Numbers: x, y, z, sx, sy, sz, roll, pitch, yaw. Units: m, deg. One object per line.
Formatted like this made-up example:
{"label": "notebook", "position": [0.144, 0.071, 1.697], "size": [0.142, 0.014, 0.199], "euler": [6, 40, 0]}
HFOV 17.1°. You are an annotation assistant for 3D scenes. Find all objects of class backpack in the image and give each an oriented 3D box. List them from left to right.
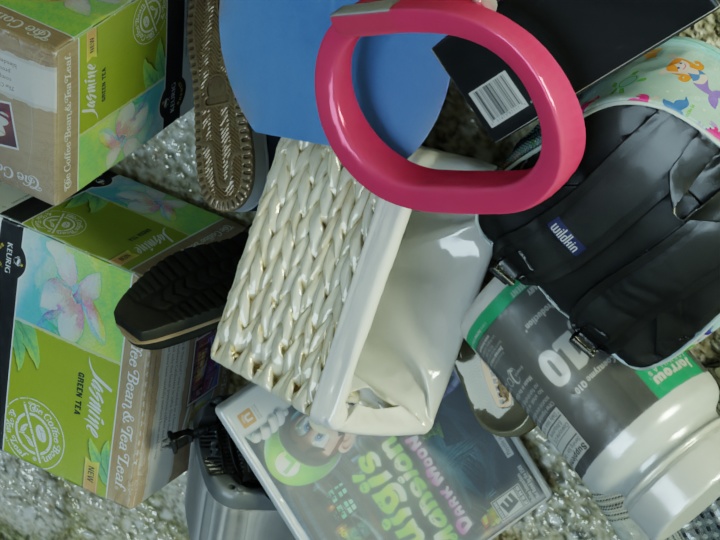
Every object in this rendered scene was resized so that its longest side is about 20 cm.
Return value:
{"label": "backpack", "position": [0.194, -0.053, 1.510], "size": [0.177, 0.151, 0.200], "euler": [43, 145, -4]}

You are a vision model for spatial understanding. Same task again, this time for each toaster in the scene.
{"label": "toaster", "position": [-0.059, 0.169, 1.841], "size": [0.129, 0.199, 0.114], "euler": [104, 156, -46]}

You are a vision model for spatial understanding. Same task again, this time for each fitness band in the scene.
{"label": "fitness band", "position": [0.050, -0.103, 1.472], "size": [0.199, 0.037, 0.144], "euler": [4, 123, 43]}

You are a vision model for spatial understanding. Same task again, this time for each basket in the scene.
{"label": "basket", "position": [0.000, 0.000, 1.652], "size": [0.123, 0.135, 0.201], "euler": [24, 98, 32]}

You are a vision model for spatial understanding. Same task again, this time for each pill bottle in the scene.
{"label": "pill bottle", "position": [0.170, 0.078, 1.623], "size": [0.200, 0.113, 0.113], "euler": [49, 137, 15]}

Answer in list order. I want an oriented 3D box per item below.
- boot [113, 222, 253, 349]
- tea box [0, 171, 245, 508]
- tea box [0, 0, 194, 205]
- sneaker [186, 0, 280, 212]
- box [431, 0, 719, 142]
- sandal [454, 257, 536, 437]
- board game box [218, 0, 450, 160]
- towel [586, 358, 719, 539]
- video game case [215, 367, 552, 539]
{"label": "boot", "position": [-0.084, 0.045, 1.760], "size": [0.077, 0.200, 0.139], "euler": [39, 143, 40]}
{"label": "tea box", "position": [-0.209, 0.043, 1.867], "size": [0.196, 0.134, 0.201], "euler": [21, 119, 23]}
{"label": "tea box", "position": [-0.238, -0.174, 1.724], "size": [0.199, 0.197, 0.134], "euler": [23, 131, 22]}
{"label": "sneaker", "position": [-0.064, -0.140, 1.717], "size": [0.070, 0.108, 0.201], "euler": [0, 89, 40]}
{"label": "box", "position": [0.159, -0.175, 1.460], "size": [0.200, 0.141, 0.079], "euler": [-30, 96, 45]}
{"label": "sandal", "position": [0.074, 0.032, 1.719], "size": [0.080, 0.054, 0.201], "euler": [-16, 98, 36]}
{"label": "board game box", "position": [-0.007, -0.162, 1.577], "size": [0.199, 0.039, 0.159], "euler": [12, 107, 37]}
{"label": "towel", "position": [0.250, 0.157, 1.696], "size": [0.192, 0.035, 0.200], "euler": [-17, 107, 43]}
{"label": "video game case", "position": [0.019, 0.134, 1.767], "size": [0.200, 0.182, 0.023], "euler": [58, 170, -11]}
